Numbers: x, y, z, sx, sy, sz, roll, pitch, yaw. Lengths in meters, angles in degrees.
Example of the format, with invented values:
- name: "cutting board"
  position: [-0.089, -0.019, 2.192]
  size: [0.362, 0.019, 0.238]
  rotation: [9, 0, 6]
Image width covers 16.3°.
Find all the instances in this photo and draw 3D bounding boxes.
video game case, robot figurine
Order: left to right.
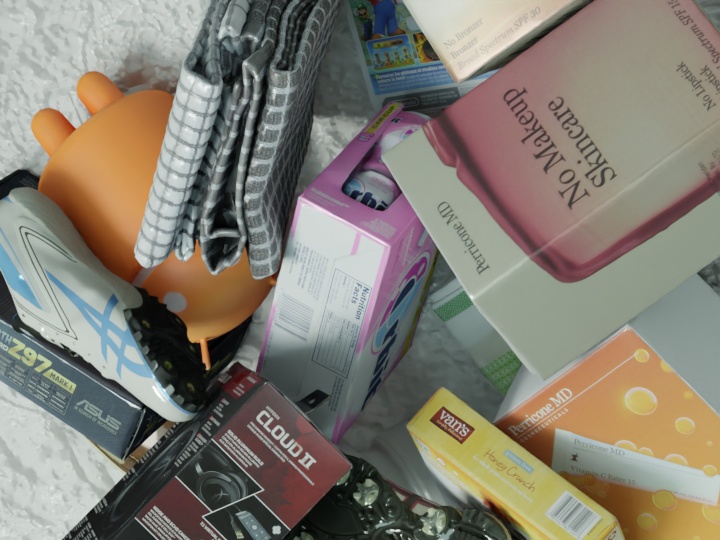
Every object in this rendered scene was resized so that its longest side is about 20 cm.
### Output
- name: "robot figurine"
  position: [-0.128, -0.037, 1.621]
  size: [0.200, 0.144, 0.117]
  rotation: [51, 139, 15]
- name: "video game case"
  position: [0.065, -0.136, 1.552]
  size: [0.143, 0.018, 0.200]
  rotation: [-6, 110, 29]

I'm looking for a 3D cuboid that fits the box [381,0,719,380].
- name: "box"
  position: [0.136, -0.058, 1.426]
  size: [0.200, 0.109, 0.128]
  rotation: [-36, 52, 5]

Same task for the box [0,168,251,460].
- name: "box"
  position: [-0.194, 0.025, 1.670]
  size: [0.200, 0.158, 0.051]
  rotation: [32, 123, 11]

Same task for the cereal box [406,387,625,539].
- name: "cereal box"
  position: [0.109, 0.164, 1.547]
  size: [0.144, 0.040, 0.200]
  rotation: [36, 165, 29]

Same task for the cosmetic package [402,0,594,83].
- name: "cosmetic package"
  position: [0.055, -0.222, 1.456]
  size: [0.103, 0.087, 0.200]
  rotation: [-36, 85, 30]

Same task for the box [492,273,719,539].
- name: "box"
  position: [0.200, 0.106, 1.518]
  size: [0.200, 0.098, 0.124]
  rotation: [44, 127, -8]

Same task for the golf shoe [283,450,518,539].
- name: "golf shoe"
  position: [0.027, 0.171, 1.531]
  size: [0.200, 0.088, 0.077]
  rotation: [19, 80, 45]

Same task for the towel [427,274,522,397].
- name: "towel"
  position: [0.156, 0.053, 1.582]
  size: [0.149, 0.031, 0.200]
  rotation: [-34, 103, 35]

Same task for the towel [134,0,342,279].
- name: "towel"
  position: [-0.062, -0.109, 1.507]
  size: [0.085, 0.200, 0.166]
  rotation: [16, 130, -2]

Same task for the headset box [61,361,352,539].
- name: "headset box"
  position: [-0.096, 0.140, 1.503]
  size: [0.200, 0.149, 0.077]
  rotation: [-45, 99, -6]

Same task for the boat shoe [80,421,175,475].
- name: "boat shoe"
  position: [-0.176, 0.088, 1.706]
  size: [0.202, 0.075, 0.075]
  rotation: [32, 94, 25]

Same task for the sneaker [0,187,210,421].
- name: "sneaker"
  position: [-0.167, 0.031, 1.544]
  size: [0.200, 0.072, 0.073]
  rotation: [44, 104, 26]

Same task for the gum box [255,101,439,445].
- name: "gum box"
  position: [0.000, 0.000, 1.562]
  size: [0.066, 0.114, 0.200]
  rotation: [28, 136, 12]

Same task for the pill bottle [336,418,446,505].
- name: "pill bottle"
  position: [-0.031, 0.182, 1.638]
  size: [0.111, 0.200, 0.111]
  rotation: [55, 167, 19]
